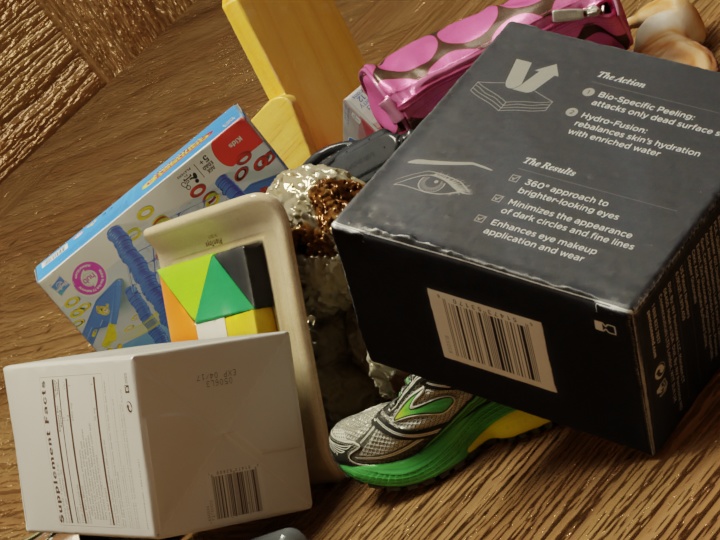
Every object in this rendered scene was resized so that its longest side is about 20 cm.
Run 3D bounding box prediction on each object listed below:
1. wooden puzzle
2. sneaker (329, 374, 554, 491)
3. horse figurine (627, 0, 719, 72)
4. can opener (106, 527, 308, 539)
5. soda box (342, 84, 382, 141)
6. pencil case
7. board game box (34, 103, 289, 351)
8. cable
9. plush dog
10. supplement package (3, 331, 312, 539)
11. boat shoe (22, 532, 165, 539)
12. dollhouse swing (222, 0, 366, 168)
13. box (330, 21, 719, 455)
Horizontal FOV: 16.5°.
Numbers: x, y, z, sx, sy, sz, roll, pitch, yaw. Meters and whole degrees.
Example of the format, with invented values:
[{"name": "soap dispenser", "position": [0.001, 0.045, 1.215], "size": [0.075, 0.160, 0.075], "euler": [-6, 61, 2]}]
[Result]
[{"name": "wooden puzzle", "position": [-0.087, 0.056, 1.710], "size": [0.037, 0.200, 0.185], "euler": [-15, 0, -32]}, {"name": "sneaker", "position": [0.054, 0.069, 1.536], "size": [0.200, 0.085, 0.078], "euler": [-30, 17, 34]}, {"name": "horse figurine", "position": [0.218, -0.163, 1.892], "size": [0.132, 0.050, 0.200], "euler": [-28, 16, 26]}, {"name": "can opener", "position": [-0.113, 0.195, 1.605], "size": [0.200, 0.067, 0.053], "euler": [-24, 22, 47]}, {"name": "soda box", "position": [0.030, -0.099, 1.979], "size": [0.070, 0.063, 0.200], "euler": [-42, -13, -12]}, {"name": "pencil case", "position": [0.100, -0.159, 1.834], "size": [0.200, 0.091, 0.094], "euler": [-29, 16, 0]}, {"name": "board game box", "position": [-0.107, 0.015, 1.871], "size": [0.200, 0.196, 0.056], "euler": [-40, 15, 1]}, {"name": "cable", "position": [0.037, -0.043, 1.784], "size": [0.200, 0.163, 0.051], "euler": [-30, 46, 41]}, {"name": "plush dog", "position": [0.000, 0.000, 1.698], "size": [0.160, 0.172, 0.200], "euler": [-47, 16, -30]}, {"name": "supplement package", "position": [-0.138, 0.110, 1.662], "size": [0.121, 0.120, 0.200], "euler": [-8, 1, -32]}, {"name": "boat shoe", "position": [-0.205, 0.210, 1.773], "size": [0.200, 0.072, 0.068], "euler": [-47, 15, -26]}, {"name": "dollhouse swing", "position": [-0.078, -0.130, 2.099], "size": [0.182, 0.176, 0.200], "euler": [-46, -11, 25]}, {"name": "box", "position": [0.125, -0.024, 1.416], "size": [0.196, 0.118, 0.200], "euler": [18, 51, 32]}]
